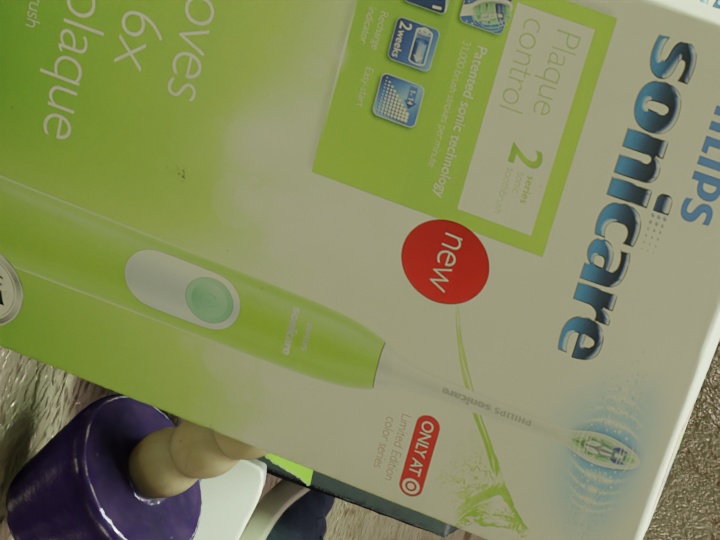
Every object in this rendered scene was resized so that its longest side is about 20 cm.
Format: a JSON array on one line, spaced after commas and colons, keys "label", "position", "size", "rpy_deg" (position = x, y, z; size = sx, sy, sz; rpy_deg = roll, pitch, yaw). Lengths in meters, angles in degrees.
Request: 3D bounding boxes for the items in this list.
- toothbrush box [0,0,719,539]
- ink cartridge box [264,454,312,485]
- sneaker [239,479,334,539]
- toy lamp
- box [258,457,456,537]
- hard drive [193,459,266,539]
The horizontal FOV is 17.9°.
[{"label": "toothbrush box", "position": [0.000, -0.034, 0.559], "size": [0.086, 0.199, 0.146], "rpy_deg": [-54, 163, -60]}, {"label": "ink cartridge box", "position": [0.000, 0.000, 0.859], "size": [0.200, 0.075, 0.149], "rpy_deg": [46, 53, -70]}, {"label": "sneaker", "position": [-0.040, 0.176, 1.099], "size": [0.075, 0.084, 0.200], "rpy_deg": [-63, 175, 38]}, {"label": "toy lamp", "position": [-0.029, 0.046, 0.692], "size": [0.199, 0.058, 0.058], "rpy_deg": [-26, -161, 35]}, {"label": "box", "position": [0.037, 0.018, 1.148], "size": [0.200, 0.117, 0.198], "rpy_deg": [11, 99, -79]}, {"label": "hard drive", "position": [-0.075, 0.130, 0.878], "size": [0.132, 0.025, 0.200], "rpy_deg": [-63, 180, -5]}]
